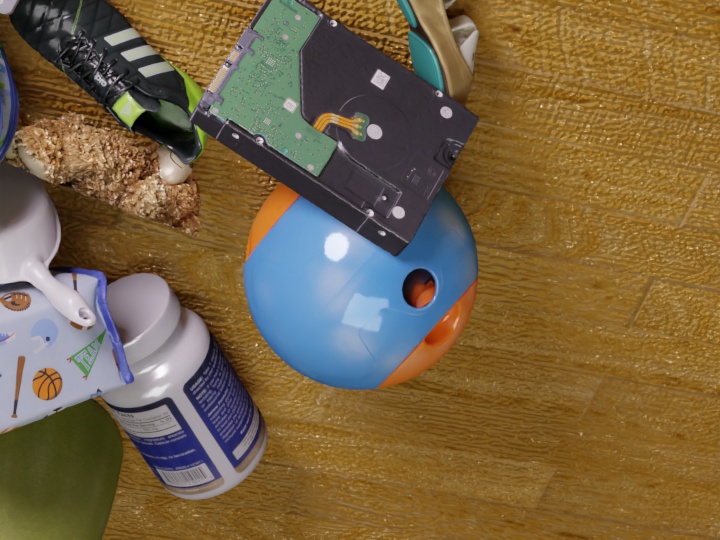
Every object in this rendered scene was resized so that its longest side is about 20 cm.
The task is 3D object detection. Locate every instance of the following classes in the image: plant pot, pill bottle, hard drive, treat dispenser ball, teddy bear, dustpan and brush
[{"bbox_3d":[-0.314,0.238,1.830,0.186,0.201,0.188,-3,129,-4],"label":"plant pot"},{"bbox_3d":[-0.172,0.105,1.790,0.115,0.116,0.201,-20,129,10],"label":"pill bottle"},{"bbox_3d":[-0.019,-0.120,1.573,0.199,0.140,0.038,33,151,-6],"label":"hard drive"},{"bbox_3d":[0.000,0.000,1.666,0.199,0.201,0.202,-3,130,-4],"label":"treat dispenser ball"},{"bbox_3d":[-0.209,-0.090,1.619,0.199,0.145,0.067,21,93,-22],"label":"teddy bear"},{"bbox_3d":[-0.282,-0.019,1.600,0.139,0.200,0.058,-32,137,-34],"label":"dustpan and brush"}]

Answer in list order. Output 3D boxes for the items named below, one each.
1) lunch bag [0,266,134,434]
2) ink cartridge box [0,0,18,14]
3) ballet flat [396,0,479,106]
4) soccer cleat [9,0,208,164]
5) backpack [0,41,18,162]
[{"bbox_3d":[-0.315,0.061,1.669,0.169,0.200,0.125,-18,102,-28],"label":"lunch bag"},{"bbox_3d":[-0.312,-0.309,1.454,0.199,0.084,0.176,22,122,-22],"label":"ink cartridge box"},{"bbox_3d":[0.065,-0.203,1.598,0.063,0.069,0.201,-28,131,-6],"label":"ballet flat"},{"bbox_3d":[-0.198,-0.160,1.592,0.200,0.081,0.067,34,119,-29],"label":"soccer cleat"},{"bbox_3d":[-0.355,-0.126,1.526,0.183,0.201,0.147,-37,140,21],"label":"backpack"}]
